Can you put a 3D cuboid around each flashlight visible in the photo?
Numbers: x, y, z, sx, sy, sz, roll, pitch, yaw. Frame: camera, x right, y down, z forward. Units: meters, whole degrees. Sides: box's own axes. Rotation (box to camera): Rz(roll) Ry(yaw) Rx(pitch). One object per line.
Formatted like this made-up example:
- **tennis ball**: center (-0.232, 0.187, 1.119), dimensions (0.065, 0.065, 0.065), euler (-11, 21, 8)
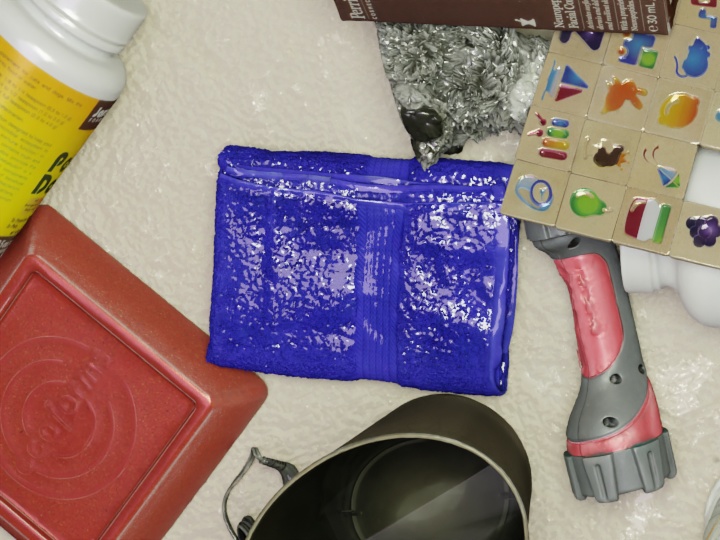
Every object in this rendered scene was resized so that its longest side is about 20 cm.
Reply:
- **flashlight**: center (0.138, 0.037, 1.307), dimensions (0.068, 0.068, 0.201), euler (-14, 97, 5)

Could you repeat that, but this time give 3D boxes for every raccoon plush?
- **raccoon plush**: center (0.076, -0.153, 1.288), dimensions (0.133, 0.097, 0.201), euler (-18, 93, 8)

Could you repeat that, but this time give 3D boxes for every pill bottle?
- **pill bottle**: center (0.253, -0.021, 1.250), dimensions (0.199, 0.111, 0.112), euler (0, 98, 14)
- **pill bottle**: center (-0.222, -0.106, 1.354), dimensions (0.109, 0.109, 0.200), euler (40, 105, 5)

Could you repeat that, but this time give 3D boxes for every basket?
- **basket**: center (0.034, 0.148, 1.281), dimensions (0.180, 0.200, 0.136), euler (-33, 90, 17)

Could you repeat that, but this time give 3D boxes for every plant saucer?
- **plant saucer**: center (-0.194, 0.094, 1.414), dimensions (0.200, 0.037, 0.200), euler (39, 105, 6)

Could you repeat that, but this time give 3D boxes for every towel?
- **towel**: center (0.000, 0.000, 1.346), dimensions (0.199, 0.050, 0.149), euler (5, 98, 13)

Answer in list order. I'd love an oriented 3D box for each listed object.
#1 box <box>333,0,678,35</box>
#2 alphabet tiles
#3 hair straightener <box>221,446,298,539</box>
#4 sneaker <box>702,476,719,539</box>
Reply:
- **box**: center (0.078, -0.191, 1.213), dimensions (0.199, 0.100, 0.075), euler (5, 67, 16)
- **alphabet tiles**: center (0.186, -0.105, 1.225), dimensions (0.166, 0.008, 0.201), euler (14, 77, 15)
- **hair straightener**: center (-0.055, 0.213, 1.394), dimensions (0.076, 0.041, 0.201), euler (-12, 95, 15)
- **sneaker**: center (0.222, 0.218, 1.302), dimensions (0.075, 0.092, 0.201), euler (8, 100, 13)
